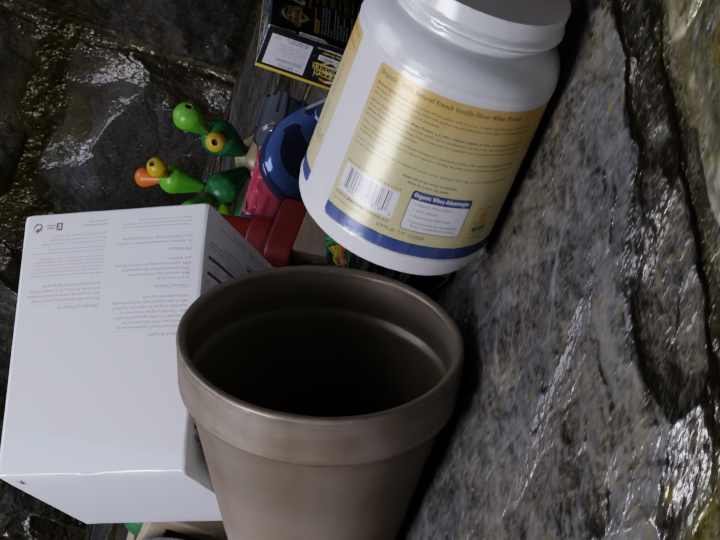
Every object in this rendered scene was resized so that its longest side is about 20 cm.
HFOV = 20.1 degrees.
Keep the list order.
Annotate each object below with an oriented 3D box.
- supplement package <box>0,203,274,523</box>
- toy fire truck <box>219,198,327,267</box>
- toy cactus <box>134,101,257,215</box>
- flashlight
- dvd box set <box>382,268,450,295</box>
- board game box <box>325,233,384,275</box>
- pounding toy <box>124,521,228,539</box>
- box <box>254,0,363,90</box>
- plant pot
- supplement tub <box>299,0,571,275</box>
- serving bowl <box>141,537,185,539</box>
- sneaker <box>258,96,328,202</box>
[{"bbox_3d":[-0.162,0.074,1.522,0.151,0.150,0.202,47,-137,-63],"label":"supplement package"},{"bbox_3d":[-0.100,0.022,1.710,0.177,0.198,0.129,87,-160,-53],"label":"toy fire truck"},{"bbox_3d":[-0.124,-0.084,1.947,0.102,0.201,0.165,-5,29,45],"label":"toy cactus"},{"bbox_3d":[-0.091,-0.070,1.868,0.067,0.068,0.202,-15,53,47],"label":"flashlight"},{"bbox_3d":[0.062,-0.077,1.602,0.146,0.029,0.202,139,146,-74],"label":"dvd box set"},{"bbox_3d":[0.000,0.000,1.617,0.201,0.023,0.105,87,-163,-53],"label":"board game box"},{"bbox_3d":[-0.116,0.180,1.672,0.184,0.198,0.143,122,163,-55],"label":"pounding toy"},{"bbox_3d":[-0.014,-0.234,1.913,0.201,0.158,0.050,-89,18,-56],"label":"box"},{"bbox_3d":[-0.032,0.119,1.417,0.201,0.198,0.175,-90,4,-60],"label":"plant pot"},{"bbox_3d":[0.052,-0.115,1.390,0.145,0.143,0.201,-89,18,-57],"label":"supplement tub"},{"bbox_3d":[-0.116,0.281,1.602,0.066,0.200,0.200,-48,-7,-36],"label":"serving bowl"},{"bbox_3d":[-0.004,-0.123,1.717,0.199,0.074,0.082,-35,3,-35],"label":"sneaker"}]
